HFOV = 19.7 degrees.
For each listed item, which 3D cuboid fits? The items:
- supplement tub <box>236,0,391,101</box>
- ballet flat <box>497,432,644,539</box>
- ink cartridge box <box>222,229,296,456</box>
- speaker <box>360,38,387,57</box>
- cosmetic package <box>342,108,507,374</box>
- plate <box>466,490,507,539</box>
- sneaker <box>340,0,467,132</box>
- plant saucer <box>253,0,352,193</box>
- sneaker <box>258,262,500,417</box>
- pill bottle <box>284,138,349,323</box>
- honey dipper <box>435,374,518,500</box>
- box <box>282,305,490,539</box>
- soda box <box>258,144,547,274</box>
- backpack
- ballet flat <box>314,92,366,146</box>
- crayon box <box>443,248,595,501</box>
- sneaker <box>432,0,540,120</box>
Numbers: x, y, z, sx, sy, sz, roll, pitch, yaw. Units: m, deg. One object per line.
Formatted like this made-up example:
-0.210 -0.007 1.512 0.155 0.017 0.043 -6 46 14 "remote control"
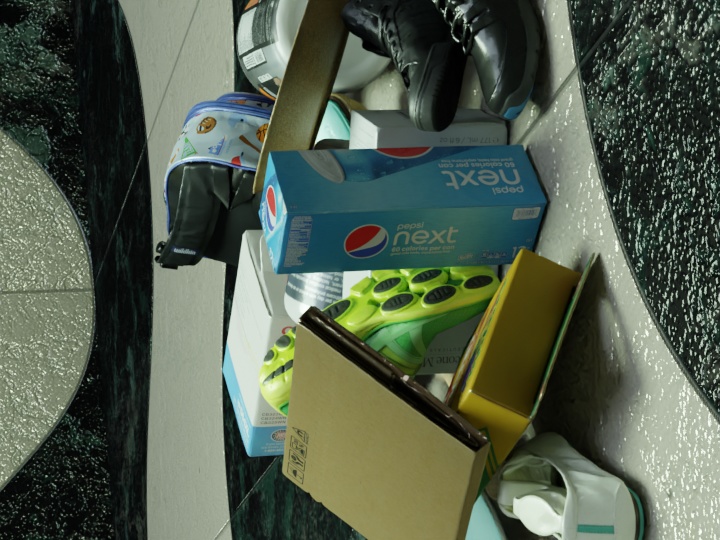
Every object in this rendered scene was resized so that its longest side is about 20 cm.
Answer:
-0.046 -0.217 1.918 0.200 0.121 0.124 -179 87 -75 "supplement tub"
0.130 0.154 1.431 0.200 0.069 0.070 -157 67 -73 "ballet flat"
-0.047 0.057 1.944 0.126 0.127 0.201 -110 23 -47 "ink cartridge box"
0.017 -0.274 1.767 0.082 0.080 0.201 105 157 -46 "speaker"
0.048 -0.023 1.625 0.081 0.112 0.202 -139 48 -69 "cosmetic package"
0.066 0.202 1.644 0.200 0.025 0.202 37 139 40 "plate"
0.032 -0.183 1.601 0.060 0.103 0.201 79 -160 -46 "sneaker"
-0.041 -0.153 1.679 0.200 0.035 0.202 -162 90 -90 "plant saucer"
0.019 0.053 1.564 0.084 0.199 0.074 53 -166 -37 "sneaker"
0.000 0.000 1.725 0.120 0.118 0.202 -143 63 -70 "pill bottle"
0.092 0.116 1.632 0.200 0.038 0.038 -114 27 -63 "honey dipper"
0.014 0.134 1.491 0.163 0.021 0.201 35 147 20 "box"
0.030 -0.046 1.519 0.068 0.198 0.065 -108 22 -43 "soda box"
-0.101 -0.083 2.006 0.191 0.198 0.156 89 -169 -66 "backpack"
0.018 -0.067 1.817 0.068 0.063 0.202 -28 78 28 "ballet flat"
0.099 0.073 1.467 0.200 0.050 0.128 115 179 -57 "crayon box"
0.080 -0.201 1.540 0.073 0.081 0.202 122 142 -59 "sneaker"
